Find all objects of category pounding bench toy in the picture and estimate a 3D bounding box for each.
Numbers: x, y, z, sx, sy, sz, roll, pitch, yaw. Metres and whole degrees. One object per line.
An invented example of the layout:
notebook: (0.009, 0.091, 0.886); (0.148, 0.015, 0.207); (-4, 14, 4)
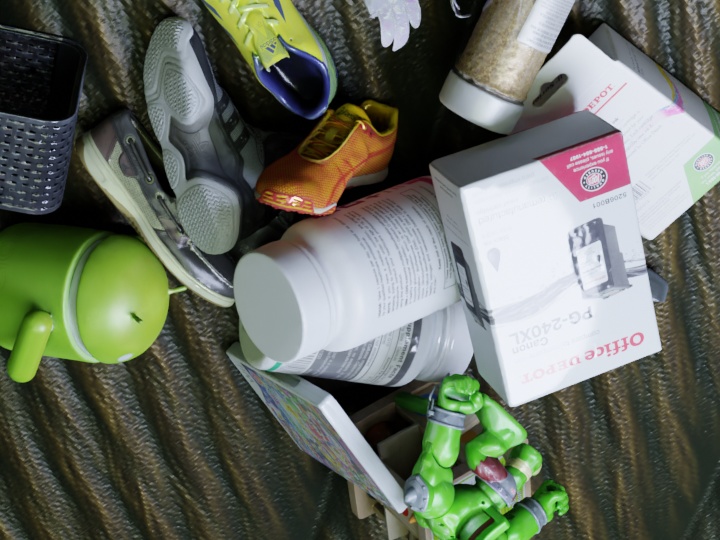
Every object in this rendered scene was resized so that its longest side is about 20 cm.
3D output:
pounding bench toy: (0.065, 0.166, 1.536); (0.124, 0.156, 0.201); (-26, 130, -24)

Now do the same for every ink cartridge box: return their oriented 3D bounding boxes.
ink cartridge box: (0.153, -0.009, 1.313); (0.144, 0.083, 0.201); (-19, 112, -10)
ink cartridge box: (0.216, -0.129, 1.386); (0.199, 0.068, 0.117); (33, 120, -25)

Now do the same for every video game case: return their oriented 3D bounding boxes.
video game case: (-0.042, 0.144, 1.505); (0.018, 0.200, 0.144); (-43, 118, -14)

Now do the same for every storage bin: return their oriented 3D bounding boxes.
storage bin: (-0.332, -0.134, 1.314); (0.198, 0.136, 0.094); (11, 125, -11)

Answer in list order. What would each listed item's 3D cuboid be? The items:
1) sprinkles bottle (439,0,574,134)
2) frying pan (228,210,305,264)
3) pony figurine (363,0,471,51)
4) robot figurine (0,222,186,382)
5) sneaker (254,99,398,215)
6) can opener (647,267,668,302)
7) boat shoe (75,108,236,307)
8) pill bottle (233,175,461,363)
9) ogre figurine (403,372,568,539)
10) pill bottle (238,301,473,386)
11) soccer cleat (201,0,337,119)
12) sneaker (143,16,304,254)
sprinkles bottle: (0.134, -0.212, 1.288); (0.068, 0.068, 0.201); (21, 106, -17)
frying pan: (-0.068, -0.037, 1.468); (0.189, 0.031, 0.115); (-22, 126, 17)
pony figurine: (0.050, -0.287, 1.223); (0.199, 0.166, 0.194); (-24, 95, 27)
robot figurine: (-0.256, 0.019, 1.422); (0.198, 0.175, 0.117); (6, 117, 25)
sneaker: (-0.030, -0.098, 1.335); (0.072, 0.200, 0.078); (18, 116, 17)
can opener: (0.188, 0.011, 1.508); (0.198, 0.053, 0.067); (12, 93, -13)
boat shoe: (-0.163, -0.055, 1.409); (0.066, 0.072, 0.201); (-38, 104, 17)
pill bottle: (0.000, 0.000, 1.344); (0.199, 0.113, 0.114); (-22, 137, -36)
ogre figurine: (0.102, 0.188, 1.401); (0.120, 0.098, 0.200); (-52, 148, -17)
pill bottle: (-0.001, 0.045, 1.462); (0.199, 0.114, 0.114); (9, 127, -26)
soccer cleat: (-0.085, -0.205, 1.305); (0.064, 0.084, 0.200); (-31, 122, 19)
sneaker: (-0.112, -0.122, 1.374); (0.113, 0.075, 0.202); (-19, 100, -37)
